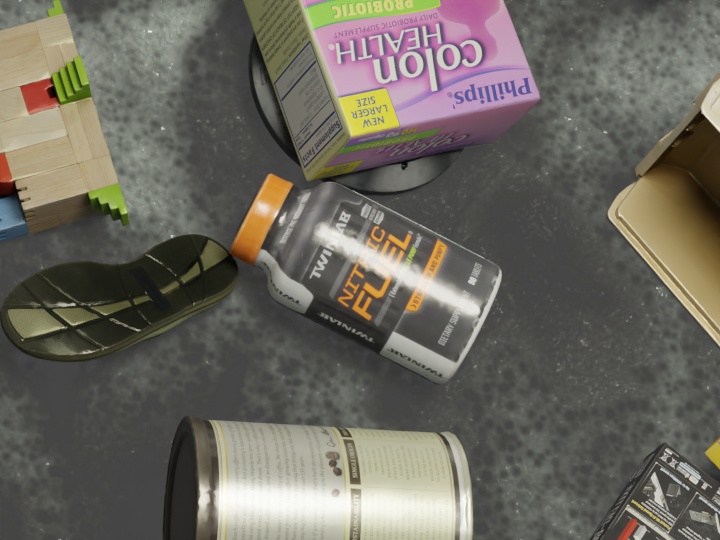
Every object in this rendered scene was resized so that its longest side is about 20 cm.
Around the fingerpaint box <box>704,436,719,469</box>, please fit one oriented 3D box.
[{"bbox_3d":[0.392,0.165,1.708,0.200,0.073,0.167,47,41,7],"label":"fingerpaint box"}]

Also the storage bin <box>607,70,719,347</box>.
[{"bbox_3d":[0.317,-0.045,1.734,0.094,0.200,0.199,-37,81,-26],"label":"storage bin"}]

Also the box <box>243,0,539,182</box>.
[{"bbox_3d":[0.018,-0.193,1.725,0.176,0.097,0.200,-13,77,-27],"label":"box"}]

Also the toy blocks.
[{"bbox_3d":[-0.271,-0.105,1.672,0.137,0.100,0.200,-17,72,-9],"label":"toy blocks"}]

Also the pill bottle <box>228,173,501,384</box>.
[{"bbox_3d":[0.000,0.000,1.683,0.200,0.106,0.106,27,64,-2],"label":"pill bottle"}]

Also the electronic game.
[{"bbox_3d":[0.003,-0.156,1.784,0.200,0.042,0.200,8,68,-21],"label":"electronic game"}]

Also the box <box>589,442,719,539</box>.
[{"bbox_3d":[0.269,0.256,1.678,0.200,0.050,0.158,37,64,2],"label":"box"}]

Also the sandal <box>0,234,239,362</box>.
[{"bbox_3d":[-0.181,0.030,1.654,0.201,0.057,0.080,-16,66,-36],"label":"sandal"}]

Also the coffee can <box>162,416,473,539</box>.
[{"bbox_3d":[-0.034,0.184,1.573,0.200,0.146,0.147,4,67,-13],"label":"coffee can"}]
